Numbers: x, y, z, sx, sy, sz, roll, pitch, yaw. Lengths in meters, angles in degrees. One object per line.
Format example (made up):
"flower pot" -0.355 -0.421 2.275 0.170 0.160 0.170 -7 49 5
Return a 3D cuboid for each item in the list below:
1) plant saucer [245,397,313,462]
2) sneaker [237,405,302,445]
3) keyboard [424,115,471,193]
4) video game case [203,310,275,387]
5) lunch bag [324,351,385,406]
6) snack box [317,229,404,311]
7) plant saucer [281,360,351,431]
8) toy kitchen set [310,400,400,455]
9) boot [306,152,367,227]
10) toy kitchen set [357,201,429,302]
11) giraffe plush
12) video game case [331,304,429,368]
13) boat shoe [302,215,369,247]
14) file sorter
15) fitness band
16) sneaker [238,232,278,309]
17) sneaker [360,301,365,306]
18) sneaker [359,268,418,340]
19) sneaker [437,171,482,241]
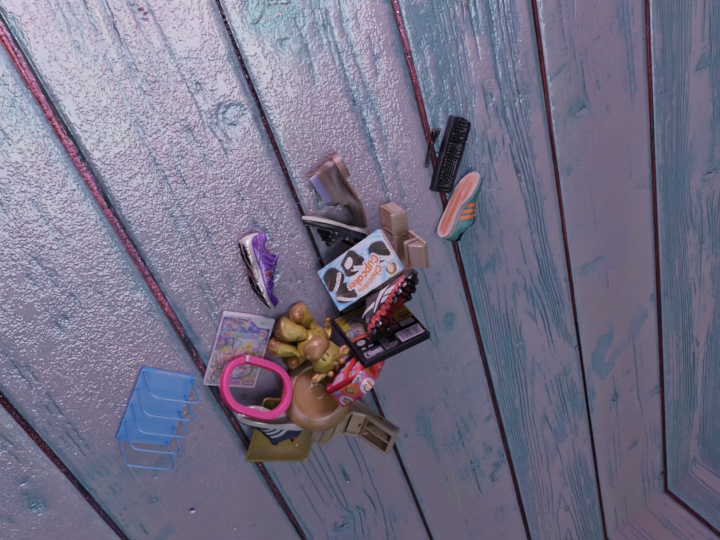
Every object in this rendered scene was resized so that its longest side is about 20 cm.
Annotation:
"plant saucer" -0.215 0.436 1.763 0.196 0.048 0.204 9 108 -33
"sneaker" -0.243 0.418 1.666 0.196 0.075 0.086 18 111 -30
"keyboard" 0.224 -0.308 1.674 0.124 0.021 0.205 3 110 -31
"video game case" -0.311 0.206 1.616 0.140 0.018 0.204 10 107 -32
"lunch bag" 0.004 0.246 1.640 0.082 0.201 0.175 44 131 -14
"snack box" 0.000 0.000 1.584 0.198 0.037 0.118 -34 85 19
"plant saucer" -0.115 0.325 1.687 0.197 0.203 0.036 -24 163 -17
"toy kitchen set" 0.001 0.416 1.752 0.199 0.178 0.166 -8 123 -62
"boot" -0.055 -0.179 1.554 0.095 0.075 0.203 -27 114 -4
"toy kitchen set" 0.061 -0.033 1.614 0.177 0.163 0.204 -20 121 -19
"giraffe plush" -0.120 0.205 1.628 0.197 0.162 0.176 20 100 -38
"video game case" 0.051 0.150 1.628 0.196 0.181 0.026 -21 134 -22
"boat shoe" -0.066 -0.090 1.580 0.196 0.074 0.068 10 96 -42
"file sorter" -0.488 0.363 1.527 0.136 0.123 0.204 17 105 -33
"fitness band" -0.263 0.300 1.606 0.197 0.037 0.147 23 65 -30
"sneaker" -0.229 0.003 1.532 0.082 0.080 0.204 -25 122 -23
"sneaker" 0.038 0.154 1.764 0.103 0.060 0.203 -26 120 -12
"sneaker" 0.065 0.070 1.577 0.070 0.098 0.202 28 98 -49
"sneaker" 0.289 -0.174 1.749 0.079 0.071 0.203 16 109 -38
